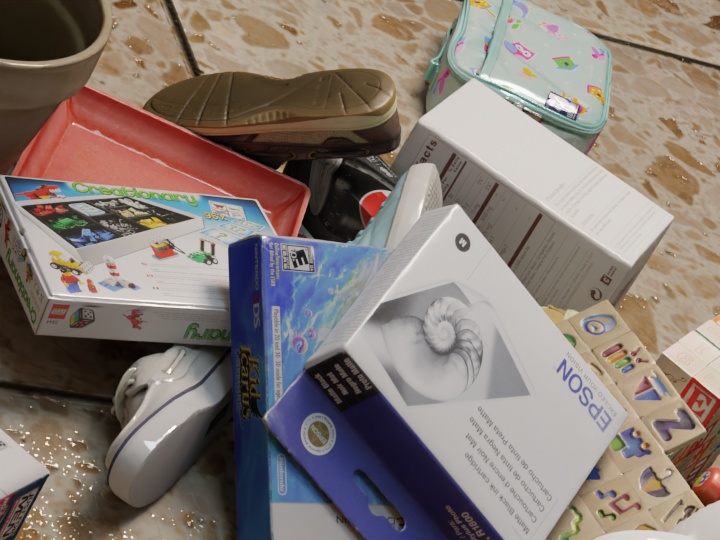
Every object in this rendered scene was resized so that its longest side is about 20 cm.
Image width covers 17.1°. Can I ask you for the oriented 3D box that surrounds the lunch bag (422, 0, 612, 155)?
[{"bbox_3d":[0.139,-0.169,2.118,0.160,0.077,0.200,27,31,-6],"label":"lunch bag"}]

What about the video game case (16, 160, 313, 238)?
[{"bbox_3d":[-0.129,-0.036,1.749,0.200,0.023,0.182,-4,45,-45],"label":"video game case"}]

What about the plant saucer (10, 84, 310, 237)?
[{"bbox_3d":[-0.145,-0.037,1.674,0.199,0.037,0.200,24,33,-6],"label":"plant saucer"}]

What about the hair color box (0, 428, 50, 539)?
[{"bbox_3d":[-0.277,0.134,1.332,0.100,0.061,0.200,40,32,16],"label":"hair color box"}]

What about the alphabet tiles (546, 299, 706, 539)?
[{"bbox_3d":[0.147,0.123,1.623,0.167,0.008,0.200,-25,53,-12],"label":"alphabet tiles"}]

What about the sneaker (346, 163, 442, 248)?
[{"bbox_3d":[0.000,0.000,1.698,0.082,0.074,0.200,11,55,16],"label":"sneaker"}]

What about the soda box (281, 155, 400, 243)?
[{"bbox_3d":[0.021,-0.017,1.799,0.063,0.071,0.200,-15,52,-45],"label":"soda box"}]

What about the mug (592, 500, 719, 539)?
[{"bbox_3d":[0.206,0.224,1.499,0.199,0.176,0.148,18,32,-19],"label":"mug"}]

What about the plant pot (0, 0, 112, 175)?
[{"bbox_3d":[-0.287,-0.127,1.593,0.199,0.174,0.200,20,31,-13],"label":"plant pot"}]

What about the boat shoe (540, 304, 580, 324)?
[{"bbox_3d":[0.109,0.093,1.717,0.076,0.072,0.200,18,35,7],"label":"boat shoe"}]

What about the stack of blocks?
[{"bbox_3d":[0.218,0.114,1.733,0.059,0.115,0.200,40,32,17],"label":"stack of blocks"}]

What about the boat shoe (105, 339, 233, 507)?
[{"bbox_3d":[-0.126,0.084,1.528,0.066,0.072,0.200,28,30,8],"label":"boat shoe"}]

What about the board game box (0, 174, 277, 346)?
[{"bbox_3d":[-0.136,-0.005,1.569,0.199,0.035,0.126,5,37,-32],"label":"board game box"}]

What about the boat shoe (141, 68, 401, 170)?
[{"bbox_3d":[-0.066,-0.105,1.773,0.199,0.065,0.073,1,40,21],"label":"boat shoe"}]

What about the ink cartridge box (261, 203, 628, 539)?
[{"bbox_3d":[0.060,0.094,1.538,0.200,0.041,0.200,49,57,-18],"label":"ink cartridge box"}]

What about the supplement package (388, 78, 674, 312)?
[{"bbox_3d":[0.121,-0.037,1.869,0.200,0.118,0.117,36,32,9],"label":"supplement package"}]

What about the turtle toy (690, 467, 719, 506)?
[{"bbox_3d":[0.259,0.192,1.649,0.199,0.146,0.101,-10,27,-41],"label":"turtle toy"}]

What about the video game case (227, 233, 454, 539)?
[{"bbox_3d":[0.003,0.084,1.553,0.181,0.045,0.201,5,77,-36],"label":"video game case"}]
